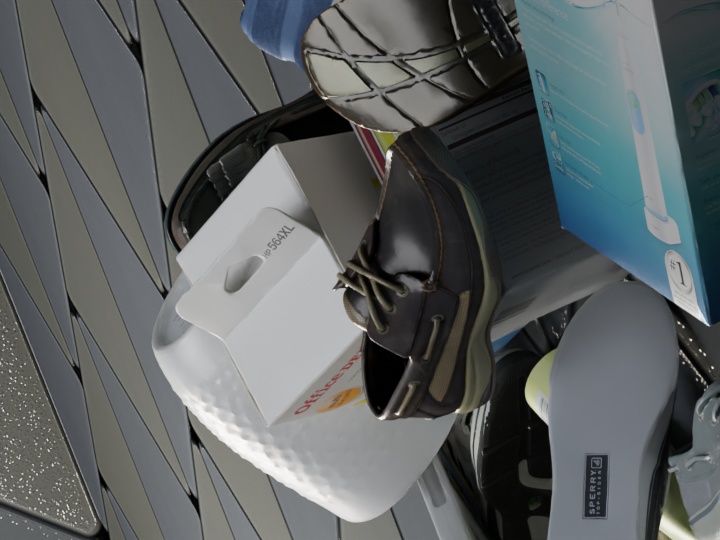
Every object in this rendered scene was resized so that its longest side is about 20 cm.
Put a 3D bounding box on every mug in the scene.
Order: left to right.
[{"bbox_3d":[-0.027,0.036,1.763,0.175,0.200,0.148,32,174,-20],"label":"mug"}]

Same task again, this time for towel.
[{"bbox_3d":[-0.014,-0.177,1.709,0.200,0.048,0.112,34,114,62],"label":"towel"}]

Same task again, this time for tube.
[{"bbox_3d":[0.170,0.119,1.579,0.200,0.058,0.052,49,136,43],"label":"tube"}]

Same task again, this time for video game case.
[{"bbox_3d":[0.088,0.199,1.817,0.200,0.023,0.182,57,-174,-32],"label":"video game case"}]

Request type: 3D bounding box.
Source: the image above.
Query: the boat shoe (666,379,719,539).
[{"bbox_3d":[0.198,0.091,1.407,0.072,0.070,0.201,59,165,12],"label":"boat shoe"}]

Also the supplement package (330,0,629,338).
[{"bbox_3d":[0.071,-0.078,1.507,0.200,0.109,0.114,63,163,12],"label":"supplement package"}]

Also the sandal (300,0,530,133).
[{"bbox_3d":[0.062,-0.133,1.411,0.082,0.200,0.055,62,-154,-1],"label":"sandal"}]

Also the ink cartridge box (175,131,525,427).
[{"bbox_3d":[0.000,0.000,1.617,0.129,0.200,0.125,-47,65,43],"label":"ink cartridge box"}]

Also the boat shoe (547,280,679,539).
[{"bbox_3d":[0.142,0.108,1.510,0.068,0.071,0.201,55,-142,-68],"label":"boat shoe"}]

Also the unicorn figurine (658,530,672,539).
[{"bbox_3d":[0.207,0.221,1.572,0.200,0.074,0.138,2,114,59],"label":"unicorn figurine"}]

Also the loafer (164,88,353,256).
[{"bbox_3d":[-0.038,-0.075,1.701,0.072,0.200,0.063,56,154,-9],"label":"loafer"}]

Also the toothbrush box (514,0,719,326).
[{"bbox_3d":[0.146,-0.097,1.287,0.146,0.085,0.201,38,148,58],"label":"toothbrush box"}]

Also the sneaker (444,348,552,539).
[{"bbox_3d":[0.083,0.102,1.771,0.115,0.076,0.201,51,160,38],"label":"sneaker"}]

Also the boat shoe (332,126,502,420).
[{"bbox_3d":[0.029,0.013,1.437,0.075,0.073,0.200,50,157,42],"label":"boat shoe"}]
